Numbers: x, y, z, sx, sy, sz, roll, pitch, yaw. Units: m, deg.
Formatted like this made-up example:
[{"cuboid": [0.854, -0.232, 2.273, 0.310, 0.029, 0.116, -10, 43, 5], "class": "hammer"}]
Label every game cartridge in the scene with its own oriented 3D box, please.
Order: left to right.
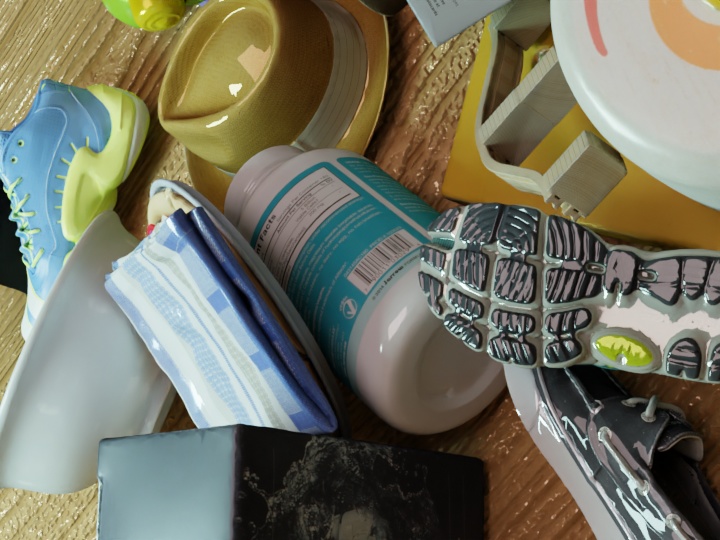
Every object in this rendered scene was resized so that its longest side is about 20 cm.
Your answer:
[{"cuboid": [0.145, -0.107, 0.884, 0.199, 0.032, 0.178, 16, 91, 43], "class": "game cartridge"}]

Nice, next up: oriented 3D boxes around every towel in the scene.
[{"cuboid": [-0.085, 0.042, 0.915, 0.147, 0.024, 0.200, 56, 159, -3], "class": "towel"}]

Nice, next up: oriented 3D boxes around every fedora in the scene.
[{"cuboid": [-0.070, -0.124, 1.057, 0.200, 0.082, 0.202, -14, 70, 42], "class": "fedora"}]

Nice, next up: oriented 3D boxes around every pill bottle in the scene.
[{"cuboid": [0.000, 0.000, 0.939, 0.200, 0.110, 0.111, 40, 108, 43], "class": "pill bottle"}]

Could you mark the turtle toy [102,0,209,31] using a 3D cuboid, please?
[{"cuboid": [-0.124, -0.238, 1.125, 0.199, 0.101, 0.147, -29, 72, 38], "class": "turtle toy"}]

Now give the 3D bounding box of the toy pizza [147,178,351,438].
[{"cuboid": [-0.075, 0.036, 0.964, 0.032, 0.201, 0.200, -34, 45, -16], "class": "toy pizza"}]

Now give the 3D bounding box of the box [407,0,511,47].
[{"cuboid": [0.083, -0.237, 0.847, 0.199, 0.156, 0.041, -31, 18, 5], "class": "box"}]

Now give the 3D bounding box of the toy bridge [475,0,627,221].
[{"cuboid": [0.089, -0.084, 0.837, 0.067, 0.027, 0.200, -49, 25, 23], "class": "toy bridge"}]

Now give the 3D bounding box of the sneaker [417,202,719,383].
[{"cuboid": [0.122, 0.018, 0.801, 0.199, 0.080, 0.078, 15, 92, 22], "class": "sneaker"}]

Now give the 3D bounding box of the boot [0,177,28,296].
[{"cuboid": [-0.302, -0.008, 1.200, 0.073, 0.162, 0.200, 17, 93, 44], "class": "boot"}]

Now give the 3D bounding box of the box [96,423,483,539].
[{"cuboid": [-0.035, 0.193, 0.862, 0.117, 0.199, 0.198, -11, 72, 42], "class": "box"}]

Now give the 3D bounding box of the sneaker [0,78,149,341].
[{"cuboid": [-0.232, -0.047, 1.174, 0.076, 0.104, 0.201, 178, 112, -75], "class": "sneaker"}]

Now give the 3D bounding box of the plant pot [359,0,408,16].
[{"cuboid": [0.052, -0.280, 0.931, 0.199, 0.187, 0.188, -29, 59, 19], "class": "plant pot"}]

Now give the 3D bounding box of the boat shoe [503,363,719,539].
[{"cuboid": [0.139, 0.094, 0.806, 0.068, 0.071, 0.201, -44, 55, 30], "class": "boat shoe"}]

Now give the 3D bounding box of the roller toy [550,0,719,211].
[{"cuboid": [0.185, -0.118, 0.739, 0.182, 0.140, 0.201, 21, 93, 28], "class": "roller toy"}]

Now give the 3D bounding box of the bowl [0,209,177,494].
[{"cuboid": [-0.168, 0.069, 1.072, 0.201, 0.090, 0.202, -157, 90, -90], "class": "bowl"}]
